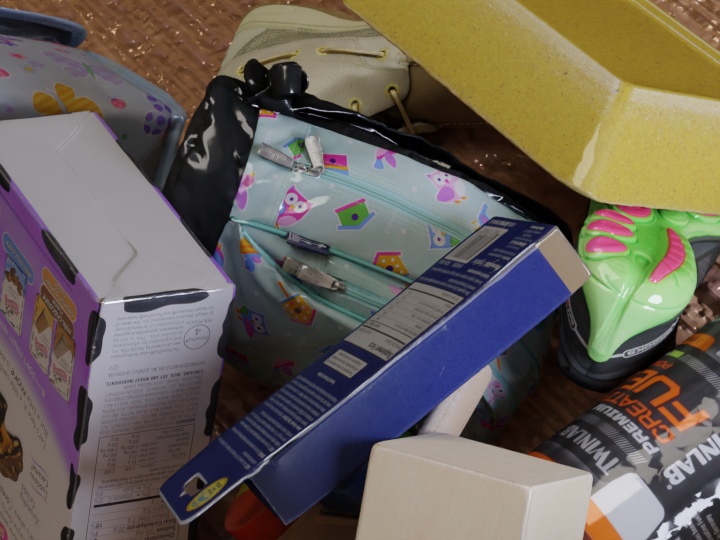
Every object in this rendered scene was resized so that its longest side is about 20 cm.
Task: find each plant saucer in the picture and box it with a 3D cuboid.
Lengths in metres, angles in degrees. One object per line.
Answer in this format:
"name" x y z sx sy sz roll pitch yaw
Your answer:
"plant saucer" 0.123 -0.097 1.381 0.200 0.199 0.049 43 117 39

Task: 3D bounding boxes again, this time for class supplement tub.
"supplement tub" 0.131 0.105 1.243 0.200 0.107 0.107 -35 45 -12

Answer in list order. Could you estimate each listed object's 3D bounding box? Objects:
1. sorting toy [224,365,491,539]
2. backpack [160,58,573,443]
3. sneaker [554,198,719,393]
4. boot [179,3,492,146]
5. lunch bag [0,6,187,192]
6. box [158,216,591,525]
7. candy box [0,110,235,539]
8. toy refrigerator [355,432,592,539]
"sorting toy" -0.035 0.128 1.256 0.200 0.036 0.185 -32 22 56
"backpack" 0.000 0.000 1.356 0.199 0.167 0.127 23 73 0
"sneaker" 0.125 0.003 1.329 0.077 0.084 0.200 29 20 10
"boot" -0.011 -0.067 1.494 0.199 0.072 0.155 8 52 33
"lunch bag" -0.215 -0.080 1.497 0.169 0.128 0.200 6 14 -33
"box" 0.003 0.050 1.216 0.200 0.032 0.121 -37 8 -5
"candy box" -0.136 0.053 1.329 0.071 0.201 0.168 -7 35 -28
"toy refrigerator" 0.036 0.174 1.162 0.076 0.070 0.201 13 98 28
